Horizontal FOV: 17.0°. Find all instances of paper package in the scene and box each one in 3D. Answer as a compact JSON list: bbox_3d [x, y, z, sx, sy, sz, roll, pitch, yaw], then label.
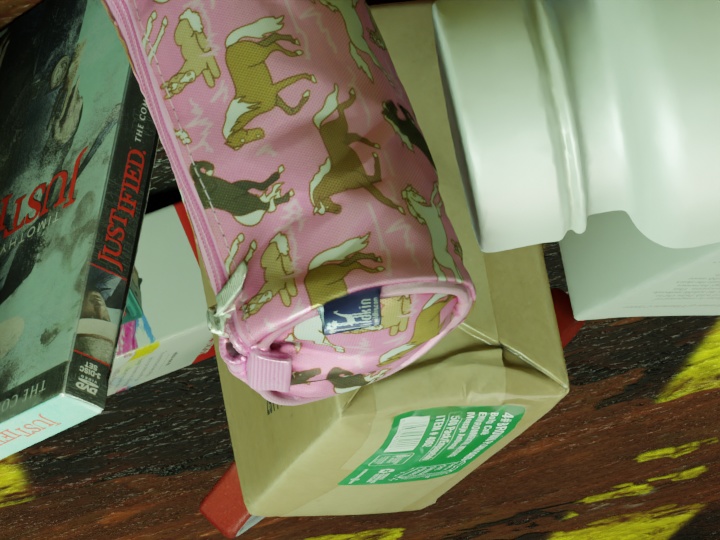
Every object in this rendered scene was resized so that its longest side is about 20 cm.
[{"bbox_3d":[0.000,0.000,1.063,0.103,0.191,0.200,-7,164,-17],"label":"paper package"}]

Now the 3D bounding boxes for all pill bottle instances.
[{"bbox_3d":[0.130,-0.069,0.827,0.200,0.115,0.114,-12,165,0],"label":"pill bottle"}]

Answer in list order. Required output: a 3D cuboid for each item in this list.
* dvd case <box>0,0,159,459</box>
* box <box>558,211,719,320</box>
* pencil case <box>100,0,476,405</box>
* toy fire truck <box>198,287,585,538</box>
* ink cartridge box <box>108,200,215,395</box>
[{"bbox_3d":[-0.126,-0.019,0.900,0.022,0.200,0.146,28,146,-32],"label":"dvd case"},{"bbox_3d":[0.209,-0.054,1.173,0.152,0.107,0.200,0,163,-34],"label":"box"},{"bbox_3d":[-0.032,-0.058,0.811,0.083,0.200,0.086,-29,160,22],"label":"pencil case"},{"bbox_3d":[0.012,0.049,1.252,0.200,0.112,0.168,-50,170,36],"label":"toy fire truck"},{"bbox_3d":[-0.127,0.022,1.242,0.200,0.067,0.116,-21,172,-16],"label":"ink cartridge box"}]
